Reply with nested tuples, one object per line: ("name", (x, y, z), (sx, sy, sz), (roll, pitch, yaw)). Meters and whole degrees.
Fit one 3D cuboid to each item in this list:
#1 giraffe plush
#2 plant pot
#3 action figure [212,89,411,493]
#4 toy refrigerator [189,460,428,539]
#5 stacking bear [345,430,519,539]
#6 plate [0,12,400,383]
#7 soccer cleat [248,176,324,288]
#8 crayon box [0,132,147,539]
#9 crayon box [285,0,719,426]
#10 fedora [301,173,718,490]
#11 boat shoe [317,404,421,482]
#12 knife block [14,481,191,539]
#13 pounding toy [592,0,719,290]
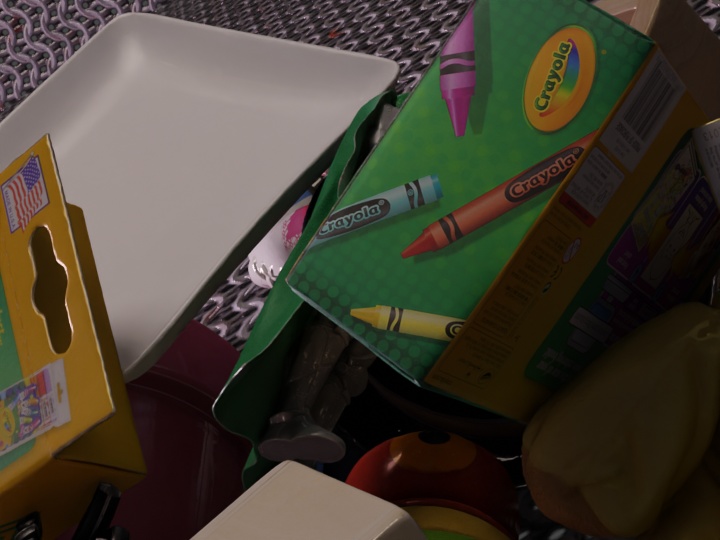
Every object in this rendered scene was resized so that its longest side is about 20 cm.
("giraffe plush", (0.155, 0.046, 0.616), (0.172, 0.200, 0.162), (-2, 2, 19))
("plant pot", (-0.127, 0.140, 0.797), (0.200, 0.200, 0.179), (-29, 35, 14))
("action figure", (0.000, 0.000, 0.665), (0.055, 0.118, 0.200), (11, 49, 8))
("toy refrigerator", (0.027, 0.150, 0.475), (0.070, 0.200, 0.076), (-40, 19, -17))
("stacking bear", (0.023, 0.131, 0.657), (0.121, 0.114, 0.200), (-1, 26, 4))
("plate", (-0.104, -0.035, 0.800), (0.199, 0.032, 0.200), (16, 55, 41))
("soccer cleat", (-0.037, -0.010, 1.204), (0.086, 0.070, 0.200), (-48, 15, 8))
("crayon box", (-0.159, 0.054, 0.700), (0.200, 0.052, 0.126), (-35, 57, 27))
("crayon box", (0.066, -0.011, 0.594), (0.119, 0.058, 0.200), (-56, -24, 3))
("fedora", (0.046, -0.002, 0.758), (0.200, 0.092, 0.201), (-9, 68, 24))
("boat shoe", (0.023, 0.096, 0.835), (0.069, 0.084, 0.200), (-17, 40, 21))
("knife block", (-0.096, 0.184, 0.655), (0.175, 0.200, 0.064), (-17, 19, 1))
("pounding toy", (0.136, -0.050, 0.921), (0.184, 0.142, 0.200), (-13, 45, 47))
